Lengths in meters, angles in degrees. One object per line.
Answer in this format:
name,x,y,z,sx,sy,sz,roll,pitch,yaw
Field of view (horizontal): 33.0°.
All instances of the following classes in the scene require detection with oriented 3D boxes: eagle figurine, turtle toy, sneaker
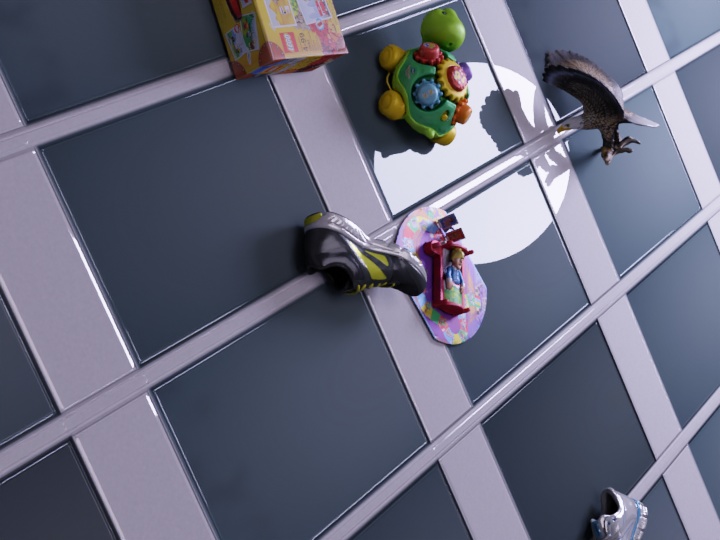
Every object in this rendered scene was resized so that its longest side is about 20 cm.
eagle figurine,0.391,-0.282,2.046,0.150,0.151,0.202,-29,104,-27
turtle toy,0.106,-0.284,1.759,0.145,0.100,0.203,21,62,-41
sneaker,0.375,0.419,1.832,0.086,0.075,0.201,38,44,-22
sneaker,0.000,0.000,1.579,0.199,0.074,0.086,26,64,-28

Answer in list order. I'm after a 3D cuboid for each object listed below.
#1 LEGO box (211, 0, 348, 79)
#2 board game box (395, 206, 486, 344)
LEGO box,-0.116,-0.358,1.567,0.148,0.077,0.202,-17,89,-48
board game box,0.128,0.003,1.726,0.158,0.039,0.201,-42,107,-46
